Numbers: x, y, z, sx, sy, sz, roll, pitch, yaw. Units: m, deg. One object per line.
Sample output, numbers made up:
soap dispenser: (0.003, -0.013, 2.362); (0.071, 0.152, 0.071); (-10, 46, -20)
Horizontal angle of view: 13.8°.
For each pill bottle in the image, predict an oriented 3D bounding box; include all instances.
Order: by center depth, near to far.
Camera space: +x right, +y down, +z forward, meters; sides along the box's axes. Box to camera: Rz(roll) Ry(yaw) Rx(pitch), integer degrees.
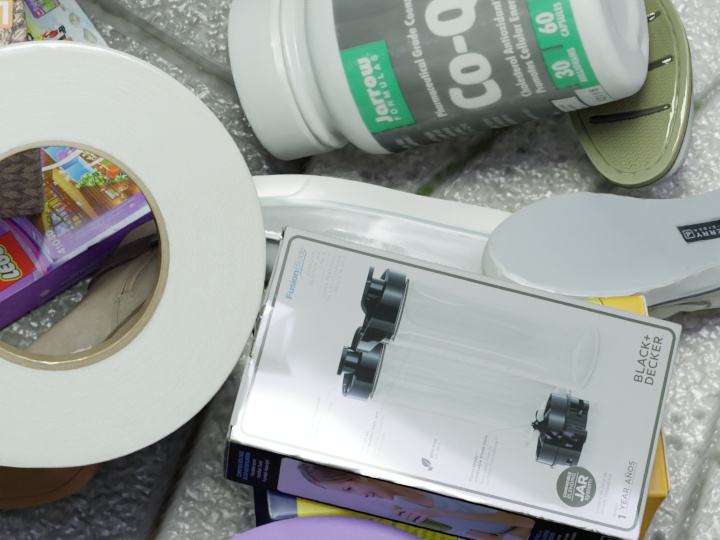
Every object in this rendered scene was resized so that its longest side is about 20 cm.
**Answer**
pill bottle: (0.041, -0.125, 1.553); (0.199, 0.113, 0.113); (-13, 66, 20)

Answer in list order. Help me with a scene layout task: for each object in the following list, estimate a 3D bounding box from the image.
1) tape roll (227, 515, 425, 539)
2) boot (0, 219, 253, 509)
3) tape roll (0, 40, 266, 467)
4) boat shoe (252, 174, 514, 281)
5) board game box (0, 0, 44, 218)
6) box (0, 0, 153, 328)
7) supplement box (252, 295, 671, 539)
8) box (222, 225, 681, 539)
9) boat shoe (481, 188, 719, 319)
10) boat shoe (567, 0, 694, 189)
tape roll: (-0.016, 0.221, 1.415); (0.199, 0.066, 0.201); (-1, 99, -5)
boot: (-0.137, 0.040, 1.520); (0.200, 0.070, 0.146); (-16, 34, 30)
tape roll: (-0.144, -0.008, 1.397); (0.202, 0.037, 0.203); (0, 94, -7)
boat shoe: (0.000, 0.000, 1.566); (0.199, 0.072, 0.069); (11, 64, -11)
board game box: (-0.222, -0.145, 1.512); (0.097, 0.160, 0.201); (-7, 69, -7)
box: (-0.194, -0.083, 1.597); (0.137, 0.039, 0.200); (-31, 73, -16)
supplement box: (0.046, 0.086, 1.506); (0.199, 0.109, 0.110); (-3, 67, -6)
box: (0.043, 0.062, 1.423); (0.199, 0.060, 0.117); (13, 67, 0)
boat shoe: (0.153, -0.001, 1.564); (0.200, 0.070, 0.071); (-10, 54, -23)
boat shoe: (0.142, -0.132, 1.623); (0.075, 0.068, 0.201); (-15, 68, 13)
